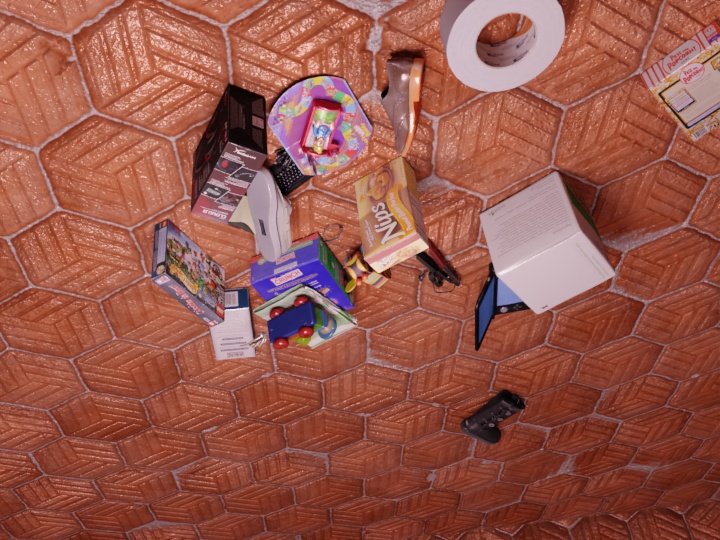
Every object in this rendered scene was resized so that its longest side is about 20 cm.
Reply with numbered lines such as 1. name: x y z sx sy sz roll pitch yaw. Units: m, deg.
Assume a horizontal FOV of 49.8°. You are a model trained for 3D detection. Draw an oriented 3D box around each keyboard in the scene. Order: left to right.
1. keyboard: -0.112 -0.199 1.459 0.198 0.040 0.103 -34 136 27

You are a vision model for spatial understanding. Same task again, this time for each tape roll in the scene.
1. tape roll: 0.230 -0.393 1.264 0.196 0.067 0.202 -6 142 -4

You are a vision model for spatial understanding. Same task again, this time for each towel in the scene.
1. towel: -0.118 0.105 1.727 0.151 0.024 0.199 -28 138 27

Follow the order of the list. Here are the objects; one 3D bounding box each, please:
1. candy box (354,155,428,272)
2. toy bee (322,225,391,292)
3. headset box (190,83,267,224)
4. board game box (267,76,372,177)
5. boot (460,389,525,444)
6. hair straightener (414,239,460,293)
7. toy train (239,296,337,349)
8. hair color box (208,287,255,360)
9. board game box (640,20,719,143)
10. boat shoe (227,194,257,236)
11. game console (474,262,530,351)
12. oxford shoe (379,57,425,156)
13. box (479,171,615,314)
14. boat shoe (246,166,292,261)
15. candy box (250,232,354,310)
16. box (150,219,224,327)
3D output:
1. candy box: 0.056 -0.109 1.474 0.114 0.203 0.055 -27 139 23
2. toy bee: 0.000 0.000 1.665 0.197 0.110 0.132 11 130 -31
3. headset box: -0.235 -0.193 1.353 0.074 0.151 0.200 15 136 -26
4. board game box: -0.065 -0.245 1.380 0.156 0.039 0.201 -29 134 7
5. boot: 0.424 0.446 2.356 0.163 0.066 0.200 18 130 -33
6. hair straightener: 0.166 -0.001 1.769 0.076 0.042 0.200 -25 143 20
7. toy train: -0.155 0.137 1.692 0.198 0.086 0.115 -25 151 27
8. hair color box: -0.300 0.127 1.810 0.098 0.061 0.202 -4 141 -6
9. board game box: 0.631 -0.339 1.425 0.151 0.047 0.198 -35 135 29
10. boat shoe: -0.225 -0.115 1.528 0.200 0.063 0.075 19 93 -47
11. game console: 0.345 0.082 1.836 0.172 0.118 0.202 -9 142 1
12. oxford shoe: 0.070 -0.291 1.372 0.071 0.072 0.202 11 137 7
13. box: 0.390 -0.054 1.630 0.198 0.174 0.198 -29 138 24
14. boat shoe: -0.166 -0.116 1.496 0.070 0.070 0.203 -37 134 -37
15. candy box: -0.125 0.027 1.708 0.166 0.078 0.201 -18 142 14
16. box: -0.349 0.008 1.591 0.037 0.139 0.200 -22 141 17
